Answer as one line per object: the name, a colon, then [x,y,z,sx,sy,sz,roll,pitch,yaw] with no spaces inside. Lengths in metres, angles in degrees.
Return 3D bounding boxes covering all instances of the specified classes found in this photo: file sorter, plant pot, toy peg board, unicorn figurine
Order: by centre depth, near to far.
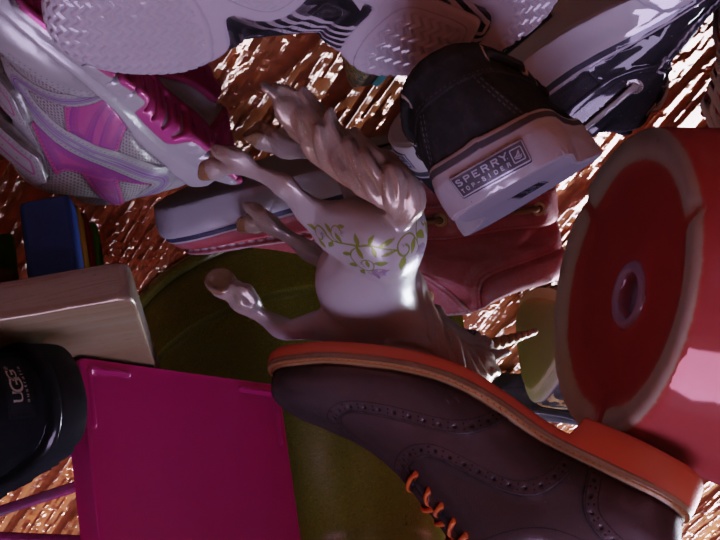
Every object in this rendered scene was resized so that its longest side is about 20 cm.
unicorn figurine: [0.000,0.000,0.863,0.137,0.074,0.200,25,165,14]
plant pot: [0.197,0.022,0.882,0.177,0.201,0.201,10,142,-18]
toy peg board: [-0.202,0.016,0.906,0.199,0.098,0.199,-10,162,-4]
file sorter: [-0.115,0.161,0.921,0.125,0.201,0.139,-20,160,34]
plant pot: [-0.021,0.108,1.052,0.199,0.194,0.201,-8,147,-6]

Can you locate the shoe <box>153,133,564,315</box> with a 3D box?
shoe: [0.004,-0.016,0.950,0.199,0.071,0.091,-14,104,-4]

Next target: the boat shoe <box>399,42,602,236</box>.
boat shoe: [0.054,-0.055,0.769,0.068,0.057,0.200,-30,176,6]

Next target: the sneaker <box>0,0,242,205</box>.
sneaker: [-0.131,-0.079,0.835,0.088,0.082,0.200,-24,145,14]

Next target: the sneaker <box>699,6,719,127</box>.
sneaker: [0.187,-0.095,0.927,0.112,0.071,0.200,5,136,-32]

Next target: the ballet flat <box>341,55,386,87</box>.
ballet flat: [0.025,-0.157,0.795,0.070,0.071,0.200,8,143,-28]

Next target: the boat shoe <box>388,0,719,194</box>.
boat shoe: [0.109,-0.093,0.872,0.200,0.072,0.068,-37,117,16]

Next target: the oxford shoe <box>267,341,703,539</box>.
oxford shoe: [0.045,0.087,0.839,0.199,0.073,0.071,19,162,12]

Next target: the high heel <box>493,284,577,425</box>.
high heel: [0.159,0.052,1.131,0.142,0.072,0.200,2,161,-11]

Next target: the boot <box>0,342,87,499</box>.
boot: [-0.234,0.085,0.809,0.200,0.077,0.168,-34,156,35]

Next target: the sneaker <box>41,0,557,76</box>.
sneaker: [-0.025,-0.139,0.745,0.199,0.115,0.075,-3,146,-9]
